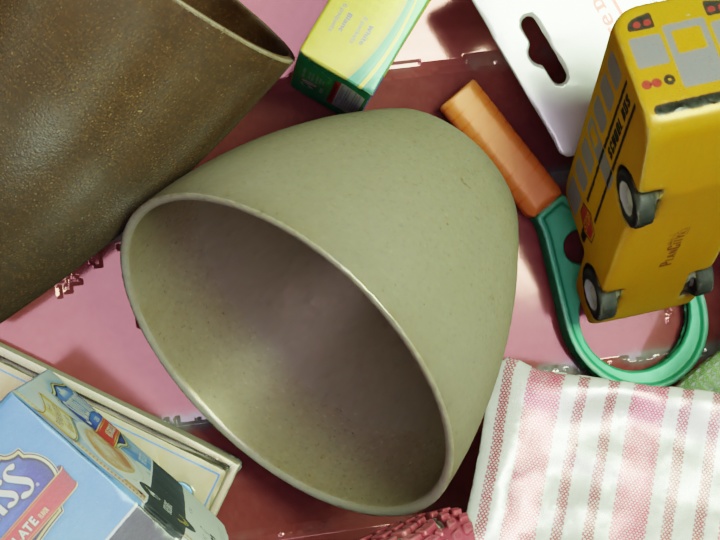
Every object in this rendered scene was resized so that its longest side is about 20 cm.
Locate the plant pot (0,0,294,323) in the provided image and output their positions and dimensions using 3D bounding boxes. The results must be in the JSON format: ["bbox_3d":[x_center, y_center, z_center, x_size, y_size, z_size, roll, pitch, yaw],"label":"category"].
[{"bbox_3d":[-0.163,-0.077,0.843,0.186,0.187,0.201,35,100,-5],"label":"plant pot"}]

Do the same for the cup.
[{"bbox_3d":[0.000,0.000,0.856,0.200,0.200,0.143,45,57,-4],"label":"cup"}]

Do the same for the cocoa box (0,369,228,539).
[{"bbox_3d":[-0.148,0.139,0.794,0.131,0.200,0.134,42,85,-4],"label":"cocoa box"}]

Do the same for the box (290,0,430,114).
[{"bbox_3d":[0.034,-0.178,0.881,0.048,0.117,0.201,29,86,-3],"label":"box"}]

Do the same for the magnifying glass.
[{"bbox_3d":[0.115,-0.019,0.938,0.079,0.022,0.200,-40,93,-5],"label":"magnifying glass"}]

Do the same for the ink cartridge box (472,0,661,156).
[{"bbox_3d":[0.158,-0.157,0.919,0.199,0.068,0.117,-32,94,-6],"label":"ink cartridge box"}]

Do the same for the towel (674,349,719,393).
[{"bbox_3d":[0.245,0.088,0.883,0.149,0.200,0.031,38,42,-5],"label":"towel"}]

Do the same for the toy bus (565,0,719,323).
[{"bbox_3d":[0.145,-0.046,0.841,0.065,0.200,0.079,-14,66,-8],"label":"toy bus"}]

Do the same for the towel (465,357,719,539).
[{"bbox_3d":[0.150,0.125,0.831,0.198,0.030,0.148,9,69,4],"label":"towel"}]

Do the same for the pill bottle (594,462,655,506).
[{"bbox_3d":[0.090,0.195,0.890,0.111,0.112,0.201,29,88,-5],"label":"pill bottle"}]

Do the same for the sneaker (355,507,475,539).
[{"bbox_3d":[-0.001,0.179,0.851,0.080,0.200,0.075,-16,70,-42],"label":"sneaker"}]

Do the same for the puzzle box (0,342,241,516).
[{"bbox_3d":[-0.178,0.117,0.904,0.199,0.025,0.134,25,87,-5],"label":"puzzle box"}]
